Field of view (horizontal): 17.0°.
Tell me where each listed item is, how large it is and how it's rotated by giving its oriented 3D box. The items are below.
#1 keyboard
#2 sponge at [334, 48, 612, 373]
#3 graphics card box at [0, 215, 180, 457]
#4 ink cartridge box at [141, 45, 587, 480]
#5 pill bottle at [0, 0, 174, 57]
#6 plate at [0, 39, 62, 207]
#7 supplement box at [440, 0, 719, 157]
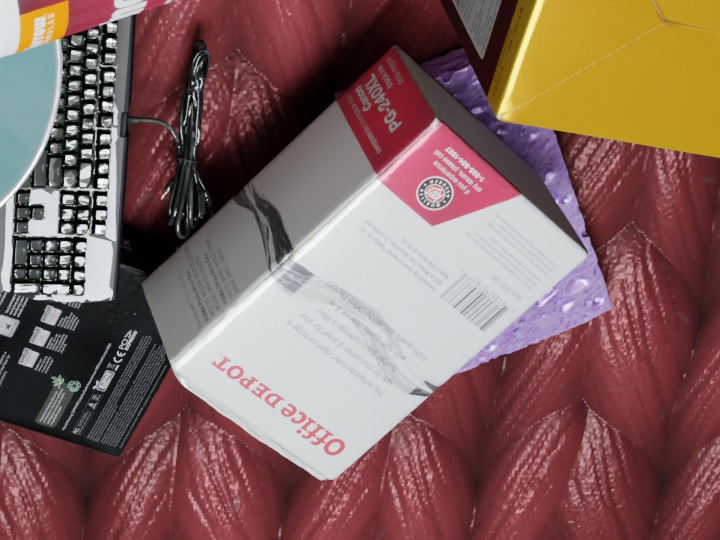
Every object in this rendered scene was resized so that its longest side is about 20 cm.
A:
[{"bbox_3d":[-0.135,-0.080,1.287,0.126,0.021,0.201,-1,109,-19],"label":"keyboard"},{"bbox_3d":[0.068,-0.037,1.391,0.111,0.030,0.201,-22,125,0],"label":"sponge"},{"bbox_3d":[-0.199,0.019,1.351,0.199,0.051,0.126,19,115,-23],"label":"graphics card box"},{"bbox_3d":[0.000,0.000,1.318,0.200,0.084,0.145,-42,130,12],"label":"ink cartridge box"},{"bbox_3d":[-0.153,-0.170,1.171,0.199,0.113,0.114,-21,127,-18],"label":"pill bottle"},{"bbox_3d":[-0.253,-0.108,1.240,0.199,0.026,0.202,-2,104,-6],"label":"plate"},{"bbox_3d":[0.154,-0.167,1.219,0.196,0.200,0.133,8,121,-18],"label":"supplement box"}]
